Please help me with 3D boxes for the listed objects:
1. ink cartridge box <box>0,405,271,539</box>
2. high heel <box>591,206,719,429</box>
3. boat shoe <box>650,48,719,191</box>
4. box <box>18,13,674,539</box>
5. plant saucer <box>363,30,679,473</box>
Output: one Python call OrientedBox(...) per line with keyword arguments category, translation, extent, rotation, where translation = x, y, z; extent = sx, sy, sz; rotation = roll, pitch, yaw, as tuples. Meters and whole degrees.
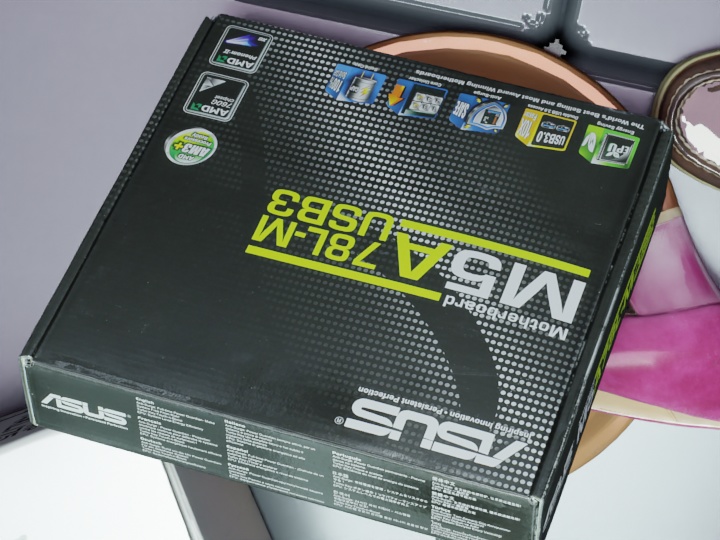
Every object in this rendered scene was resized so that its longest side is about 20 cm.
OrientedBox(category="ink cartridge box", translation=(-0.142, 0.138, 1.012), extent=(0.199, 0.147, 0.146), rotation=(-20, 94, 6))
OrientedBox(category="high heel", translation=(0.060, 0.055, 0.996), extent=(0.200, 0.067, 0.096), rotation=(-23, 84, -6))
OrientedBox(category="boat shoe", translation=(0.216, -0.045, 0.998), extent=(0.199, 0.072, 0.072), rotation=(16, 98, 3))
OrientedBox(category="box", translation=(0.000, 0.000, 0.940), extent=(0.199, 0.193, 0.048), rotation=(15, 139, 13))
OrientedBox(category="plant saucer", translation=(0.037, 0.000, 1.040), extent=(0.200, 0.032, 0.201), rotation=(0, 96, 4))
